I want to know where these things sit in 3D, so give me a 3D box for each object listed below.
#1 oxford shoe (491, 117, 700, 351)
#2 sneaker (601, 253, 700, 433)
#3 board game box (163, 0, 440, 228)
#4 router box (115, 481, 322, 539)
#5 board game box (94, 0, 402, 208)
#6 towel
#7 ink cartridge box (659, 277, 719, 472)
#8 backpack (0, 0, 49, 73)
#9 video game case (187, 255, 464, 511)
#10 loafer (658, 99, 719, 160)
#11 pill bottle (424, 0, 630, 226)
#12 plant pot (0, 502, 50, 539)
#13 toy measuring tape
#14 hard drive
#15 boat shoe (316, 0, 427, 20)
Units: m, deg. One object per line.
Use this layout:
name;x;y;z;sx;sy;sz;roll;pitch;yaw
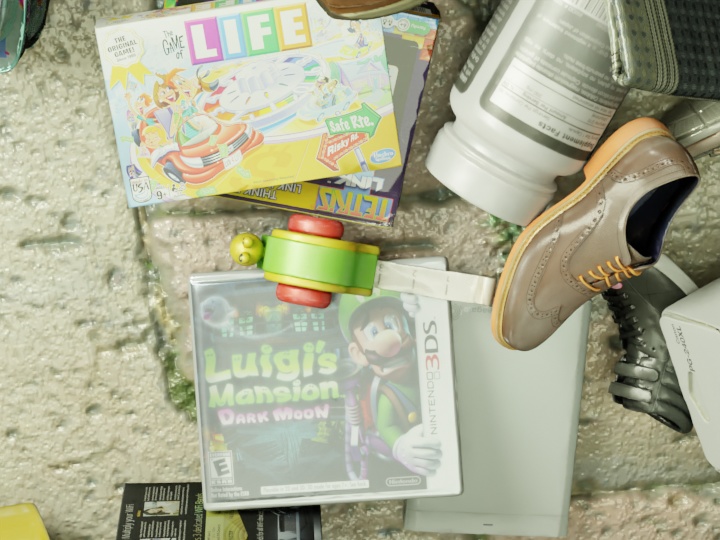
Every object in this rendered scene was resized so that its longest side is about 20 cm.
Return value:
oxford shoe;0.167;-0.014;1.500;0.071;0.073;0.200;20;112;-40
sneaker;0.211;0.046;1.583;0.200;0.071;0.099;42;80;-18
board game box;-0.055;-0.132;1.531;0.200;0.057;0.166;11;110;-7
router box;-0.106;0.223;1.571;0.157;0.200;0.052;0;110;-2
board game box;-0.078;-0.127;1.484;0.199;0.034;0.135;-9;109;0
towel;0.216;-0.213;1.441;0.035;0.192;0.200;-18;77;43
ink cartridge box;0.342;0.055;1.563;0.200;0.083;0.145;-29;110;-18
backpack;-0.289;-0.250;1.434;0.175;0.153;0.200;17;100;-3
video game case;-0.027;0.086;1.585;0.199;0.023;0.182;-4;91;5
loafer;0.309;-0.125;1.546;0.200;0.072;0.063;-33;114;5
pill bottle;0.136;-0.141;1.507;0.114;0.114;0.200;27;106;-11
plant pot;-0.317;0.268;1.590;0.189;0.201;0.201;-20;109;-13
toy measuring tape;0.000;0.000;1.536;0.200;0.074;0.074;11;108;5
hard drive;0.106;0.111;1.636;0.132;0.026;0.200;3;109;-4
boat shoe;0.051;-0.244;1.429;0.200;0.076;0.074;-30;145;-13
